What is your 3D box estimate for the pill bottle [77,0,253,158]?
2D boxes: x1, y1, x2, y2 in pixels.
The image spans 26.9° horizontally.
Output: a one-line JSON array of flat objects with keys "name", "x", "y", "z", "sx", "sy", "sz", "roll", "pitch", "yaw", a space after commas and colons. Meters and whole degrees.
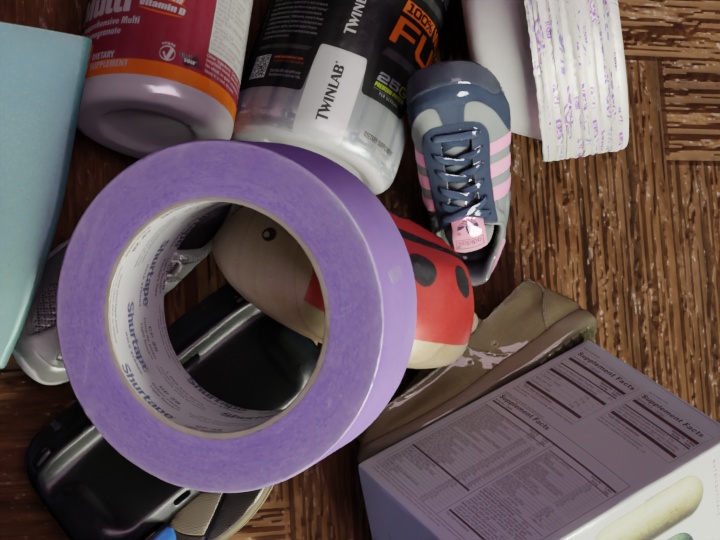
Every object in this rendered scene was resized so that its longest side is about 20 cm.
[{"name": "pill bottle", "x": -0.125, "y": -0.183, "z": 1.001, "sx": 0.109, "sy": 0.109, "sz": 0.202, "roll": 14, "pitch": 70, "yaw": -19}]

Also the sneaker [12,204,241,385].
[{"name": "sneaker", "x": -0.151, "y": -0.010, "z": 0.983, "sx": 0.075, "sy": 0.082, "sz": 0.200, "roll": 45, "pitch": 69, "yaw": -10}]

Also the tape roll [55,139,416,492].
[{"name": "tape roll", "x": -0.071, "y": 0.024, "z": 0.885, "sx": 0.198, "sy": 0.085, "sz": 0.202, "roll": 1, "pitch": 94, "yaw": 16}]

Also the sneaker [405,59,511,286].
[{"name": "sneaker", "x": 0.073, "y": -0.062, "z": 1.017, "sx": 0.069, "sy": 0.200, "sz": 0.083, "roll": -8, "pitch": 62, "yaw": 9}]

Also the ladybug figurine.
[{"name": "ladybug figurine", "x": 0.000, "y": 0.000, "z": 0.992, "sx": 0.199, "sy": 0.136, "sz": 0.072, "roll": 18, "pitch": 116, "yaw": -31}]

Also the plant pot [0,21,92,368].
[{"name": "plant pot", "x": -0.257, "y": -0.044, "z": 0.921, "sx": 0.140, "sy": 0.141, "sz": 0.202, "roll": 8, "pitch": 85, "yaw": -20}]

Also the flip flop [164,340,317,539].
[{"name": "flip flop", "x": -0.072, "y": 0.095, "z": 1.012, "sx": 0.080, "sy": 0.058, "sz": 0.201, "roll": 7, "pitch": 59, "yaw": 21}]

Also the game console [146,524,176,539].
[{"name": "game console", "x": -0.186, "y": 0.264, "z": 0.888, "sx": 0.169, "sy": 0.118, "sz": 0.202, "roll": 1, "pitch": 100, "yaw": -18}]

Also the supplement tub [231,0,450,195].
[{"name": "supplement tub", "x": -0.008, "y": -0.162, "z": 1.042, "sx": 0.122, "sy": 0.122, "sz": 0.202, "roll": 22, "pitch": 75, "yaw": -17}]

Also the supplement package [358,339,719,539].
[{"name": "supplement package", "x": 0.129, "y": 0.177, "z": 1.001, "sx": 0.199, "sy": 0.150, "sz": 0.153, "roll": -26, "pitch": 124, "yaw": -23}]

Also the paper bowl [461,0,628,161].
[{"name": "paper bowl", "x": 0.125, "y": -0.177, "z": 1.062, "sx": 0.103, "sy": 0.201, "sz": 0.203, "roll": -8, "pitch": 84, "yaw": 5}]

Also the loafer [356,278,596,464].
[{"name": "loafer", "x": 0.075, "y": 0.076, "z": 1.069, "sx": 0.199, "sy": 0.076, "sz": 0.068, "roll": -30, "pitch": 59, "yaw": -16}]

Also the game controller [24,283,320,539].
[{"name": "game controller", "x": -0.119, "y": 0.094, "z": 0.973, "sx": 0.200, "sy": 0.042, "sz": 0.104, "roll": -39, "pitch": 70, "yaw": -11}]
